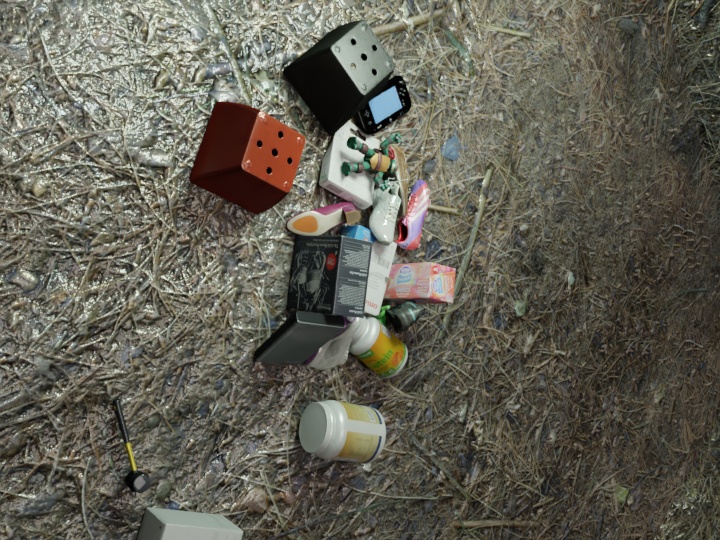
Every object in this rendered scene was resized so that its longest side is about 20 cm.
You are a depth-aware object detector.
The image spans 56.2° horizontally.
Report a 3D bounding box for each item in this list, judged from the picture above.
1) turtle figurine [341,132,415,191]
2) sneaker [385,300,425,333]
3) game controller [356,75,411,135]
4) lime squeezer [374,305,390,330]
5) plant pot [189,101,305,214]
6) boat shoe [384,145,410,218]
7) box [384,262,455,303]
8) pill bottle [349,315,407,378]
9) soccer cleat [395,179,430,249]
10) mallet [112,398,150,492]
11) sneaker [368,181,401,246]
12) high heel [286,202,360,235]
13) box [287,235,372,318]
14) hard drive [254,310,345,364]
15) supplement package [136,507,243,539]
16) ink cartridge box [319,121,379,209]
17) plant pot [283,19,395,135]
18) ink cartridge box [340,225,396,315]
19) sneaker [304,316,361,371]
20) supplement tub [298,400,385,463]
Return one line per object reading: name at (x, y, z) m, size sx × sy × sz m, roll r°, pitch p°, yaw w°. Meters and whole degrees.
turtle figurine at (0.048, -0.281, 1.755) m, size 0.196 × 0.100 × 0.154 m, roll 5°, pitch 87°, yaw -33°
sneaker at (0.123, 0.124, 1.824) m, size 0.078 × 0.200 × 0.077 m, roll -30°, pitch 93°, yaw -9°
game controller at (0.063, -0.451, 1.838) m, size 0.199 × 0.042 × 0.106 m, roll -37°, pitch 108°, yaw -31°
lime squeezer at (0.060, 0.133, 1.839) m, size 0.037 × 0.071 × 0.202 m, roll -25°, pitch 146°, yaw -10°
plant pot at (-0.237, -0.260, 1.524) m, size 0.198 × 0.174 × 0.204 m, roll 24°, pitch 77°, yaw -36°
boat shoe at (0.109, -0.248, 1.870) m, size 0.071 × 0.075 × 0.205 m, roll -18°, pitch 105°, yaw -38°
box at (0.153, 0.037, 1.837) m, size 0.101 × 0.198 × 0.097 m, roll 12°, pitch 80°, yaw -37°
pill bottle at (0.029, 0.192, 1.803) m, size 0.200 × 0.110 × 0.113 m, roll 42°, pitch 68°, yaw -32°
soccer cleat at (0.147, -0.160, 1.912) m, size 0.075 × 0.066 × 0.205 m, roll 11°, pitch 88°, yaw -36°
mallet at (-0.488, 0.373, 1.425) m, size 0.041 × 0.065 × 0.205 m, roll -16°, pitch 102°, yaw -35°
sneaker at (0.068, -0.157, 1.783) m, size 0.070 × 0.080 × 0.204 m, roll 26°, pitch 45°, yaw -31°
high heel at (-0.102, -0.139, 1.734) m, size 0.196 × 0.096 × 0.069 m, roll -16°, pitch 112°, yaw -15°
box at (-0.077, 0.013, 1.652) m, size 0.103 × 0.198 × 0.187 m, roll 8°, pitch 87°, yaw -39°
hard drive at (-0.148, 0.165, 1.617) m, size 0.137 × 0.200 × 0.033 m, roll 9°, pitch 52°, yaw -38°
supplement package at (-0.382, 0.608, 1.491) m, size 0.198 × 0.116 × 0.120 m, roll 23°, pitch 79°, yaw -37°
ink cartridge box at (-0.027, -0.286, 1.787) m, size 0.159 × 0.050 × 0.204 m, roll 25°, pitch 59°, yaw -37°
plant pot at (-0.033, -0.488, 1.653) m, size 0.200 × 0.176 × 0.201 m, roll -46°, pitch 107°, yaw -26°
ink cartridge box at (0.000, 0.000, 1.786) m, size 0.145 × 0.085 × 0.204 m, roll 23°, pitch 79°, yaw -36°
sneaker at (-0.056, 0.180, 1.710) m, size 0.099 × 0.076 × 0.200 m, roll 30°, pitch 119°, yaw -30°
supplement tub at (-0.046, 0.414, 1.735) m, size 0.197 × 0.143 × 0.148 m, roll 19°, pitch 81°, yaw -37°
